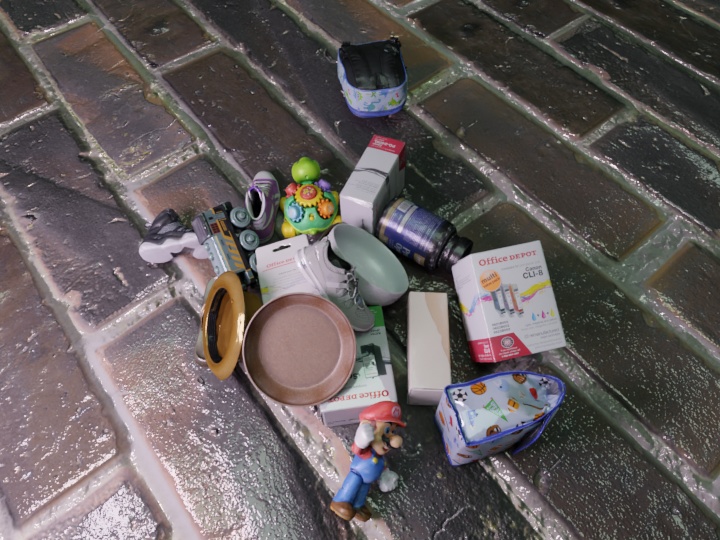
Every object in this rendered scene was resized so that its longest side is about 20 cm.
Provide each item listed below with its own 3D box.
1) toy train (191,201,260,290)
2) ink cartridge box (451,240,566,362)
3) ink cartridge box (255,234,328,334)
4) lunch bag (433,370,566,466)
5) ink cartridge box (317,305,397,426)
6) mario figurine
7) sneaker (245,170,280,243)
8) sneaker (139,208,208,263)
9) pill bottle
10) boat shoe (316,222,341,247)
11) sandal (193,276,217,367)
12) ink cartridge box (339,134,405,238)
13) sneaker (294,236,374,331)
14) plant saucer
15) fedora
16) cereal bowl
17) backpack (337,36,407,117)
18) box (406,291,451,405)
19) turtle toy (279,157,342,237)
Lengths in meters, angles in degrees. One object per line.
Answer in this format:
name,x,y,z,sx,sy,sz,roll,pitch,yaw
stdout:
toy train,-0.274,-0.047,1.127,0.113,0.085,0.202,-21,87,-40
ink cartridge box,0.277,0.062,1.022,0.143,0.145,0.203,-11,82,-6
ink cartridge box,-0.132,0.035,1.038,0.115,0.068,0.202,-16,55,-2
lunch bag,0.244,0.253,0.924,0.198,0.171,0.125,-15,61,-9
ink cartridge box,-0.014,0.181,1.021,0.145,0.083,0.202,-7,58,-4
mario figurine,0.027,0.320,0.896,0.105,0.124,0.202,21,79,3
sneaker,-0.227,-0.176,1.231,0.072,0.115,0.202,-6,57,-1
sneaker,-0.394,-0.087,1.198,0.197,0.076,0.115,-9,56,-7
pill bottle,0.139,-0.072,1.163,0.199,0.112,0.112,31,63,19
boat shoe,-0.094,-0.021,1.161,0.071,0.068,0.201,29,65,18
sandal,-0.302,0.096,1.094,0.081,0.055,0.202,6,58,4
ink cartridge box,0.030,-0.182,1.212,0.083,0.146,0.201,19,59,14
sneaker,-0.032,0.028,0.971,0.082,0.200,0.075,-33,19,21
plant saucer,-0.106,0.138,0.939,0.198,0.037,0.203,0,93,-4
fedora,-0.233,0.103,1.004,0.081,0.201,0.202,6,50,-36
cereal bowl,0.000,0.000,1.102,0.199,0.083,0.201,33,25,-18
backpack,0.036,-0.493,1.407,0.181,0.148,0.202,-8,54,-6
box,0.129,0.151,1.035,0.077,0.095,0.202,2,59,1
turtle toy,-0.119,-0.168,1.231,0.144,0.102,0.202,-8,58,-5
